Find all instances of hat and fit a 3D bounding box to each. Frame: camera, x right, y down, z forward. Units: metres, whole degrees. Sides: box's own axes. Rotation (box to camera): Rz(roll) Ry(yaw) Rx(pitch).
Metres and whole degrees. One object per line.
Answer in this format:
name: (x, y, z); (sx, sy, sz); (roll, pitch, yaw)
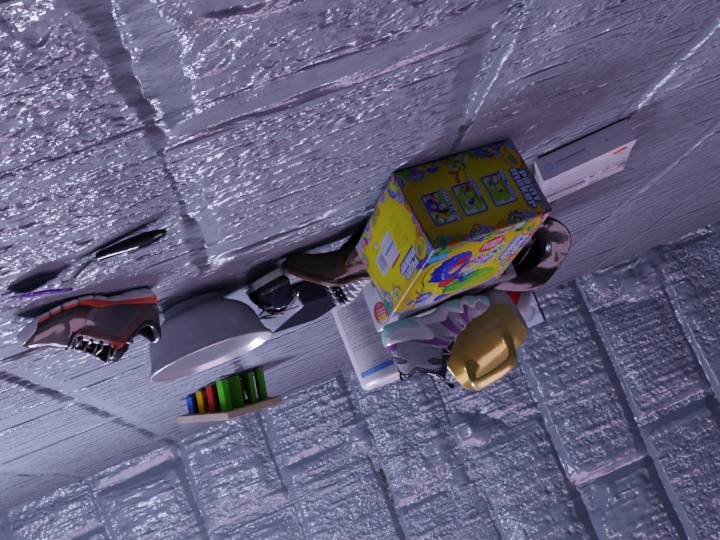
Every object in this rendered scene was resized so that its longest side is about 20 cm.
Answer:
hat: (0.300, -0.050, 1.894); (0.199, 0.081, 0.202); (-10, 129, -13)

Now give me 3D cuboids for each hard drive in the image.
hard drive: (-0.102, 0.063, 1.785); (0.134, 0.043, 0.200); (-17, 168, -29)

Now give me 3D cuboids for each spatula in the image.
spatula: (-0.296, -0.003, 1.071); (0.199, 0.021, 0.056); (-26, 175, 14)

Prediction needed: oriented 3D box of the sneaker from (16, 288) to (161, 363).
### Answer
sneaker: (-0.333, 0.079, 1.247); (0.199, 0.083, 0.077); (-14, 167, -42)

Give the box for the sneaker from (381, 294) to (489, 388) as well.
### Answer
sneaker: (0.147, 0.132, 1.690); (0.198, 0.141, 0.078); (-21, 168, 1)

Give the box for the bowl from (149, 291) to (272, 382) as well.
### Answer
bowl: (-0.241, 0.092, 1.497); (0.199, 0.091, 0.201); (-21, 170, -4)

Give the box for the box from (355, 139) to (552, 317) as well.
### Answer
box: (0.122, -0.057, 1.349); (0.191, 0.123, 0.200); (-19, 159, -24)

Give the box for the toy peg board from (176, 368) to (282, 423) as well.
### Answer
toy peg board: (-0.344, 0.320, 2.532); (0.198, 0.099, 0.199); (-10, 179, 40)

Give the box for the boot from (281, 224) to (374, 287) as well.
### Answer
boot: (-0.016, -0.032, 1.467); (0.198, 0.075, 0.098); (4, 116, -20)

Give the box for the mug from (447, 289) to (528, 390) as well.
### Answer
mug: (0.227, 0.127, 1.775); (0.152, 0.188, 0.149); (-33, 152, 11)

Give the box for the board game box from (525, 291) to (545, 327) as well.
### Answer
board game box: (0.261, 0.053, 2.075); (0.198, 0.202, 0.043); (-25, 175, 16)

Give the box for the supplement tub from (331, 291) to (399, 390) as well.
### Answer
supplement tub: (0.028, 0.119, 1.911); (0.131, 0.202, 0.132); (-21, 171, -4)

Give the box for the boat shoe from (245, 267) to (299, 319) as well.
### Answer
boat shoe: (-0.132, 0.040, 1.525); (0.074, 0.062, 0.200); (-27, 177, -14)

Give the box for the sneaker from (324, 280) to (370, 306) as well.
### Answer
sneaker: (0.000, 0.000, 1.621); (0.081, 0.076, 0.200); (-27, 174, -33)

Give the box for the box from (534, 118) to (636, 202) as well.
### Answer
box: (0.357, -0.170, 1.586); (0.155, 0.041, 0.200); (-24, 171, 7)

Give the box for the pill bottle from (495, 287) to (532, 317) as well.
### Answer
pill bottle: (0.235, 0.040, 1.973); (0.198, 0.113, 0.112); (21, 162, -5)

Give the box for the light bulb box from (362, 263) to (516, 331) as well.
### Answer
light bulb box: (0.135, 0.006, 1.772); (0.199, 0.126, 0.198); (-12, 166, -42)
